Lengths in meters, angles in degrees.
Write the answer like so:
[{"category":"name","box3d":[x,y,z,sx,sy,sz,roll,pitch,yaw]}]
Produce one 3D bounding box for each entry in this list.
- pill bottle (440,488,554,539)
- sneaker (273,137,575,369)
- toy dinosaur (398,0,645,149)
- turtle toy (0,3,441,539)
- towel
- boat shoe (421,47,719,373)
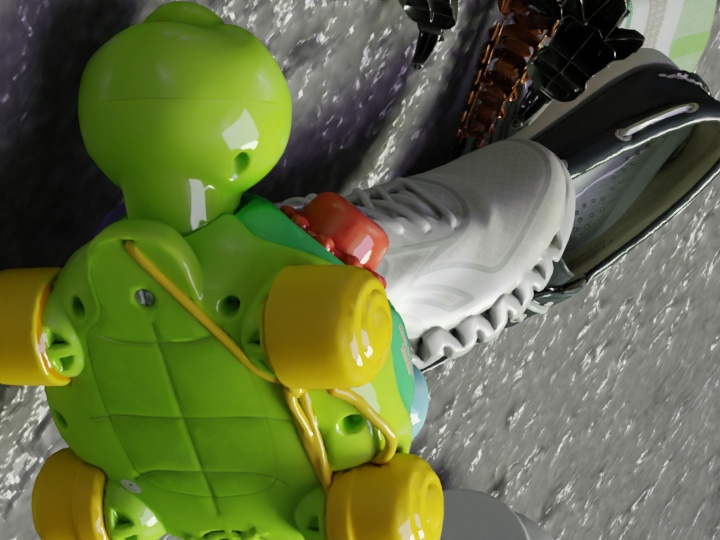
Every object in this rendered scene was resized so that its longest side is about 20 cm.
[{"category":"pill bottle","box3d":[0.062,0.185,1.227,0.104,0.104,0.200,-52,154,-17]},{"category":"sneaker","box3d":[0.000,0.000,0.928,0.200,0.075,0.081,-33,131,-20]},{"category":"toy dinosaur","box3d":[0.083,-0.127,0.956,0.136,0.102,0.200,-54,149,-50]},{"category":"turtle toy","box3d":[-0.046,0.012,0.799,0.101,0.146,0.200,-60,143,-50]},{"category":"towel","box3d":[0.105,-0.059,1.135,0.200,0.031,0.149,-25,138,-52]},{"category":"boat shoe","box3d":[0.073,-0.017,1.029,0.200,0.060,0.076,-43,133,-2]}]
